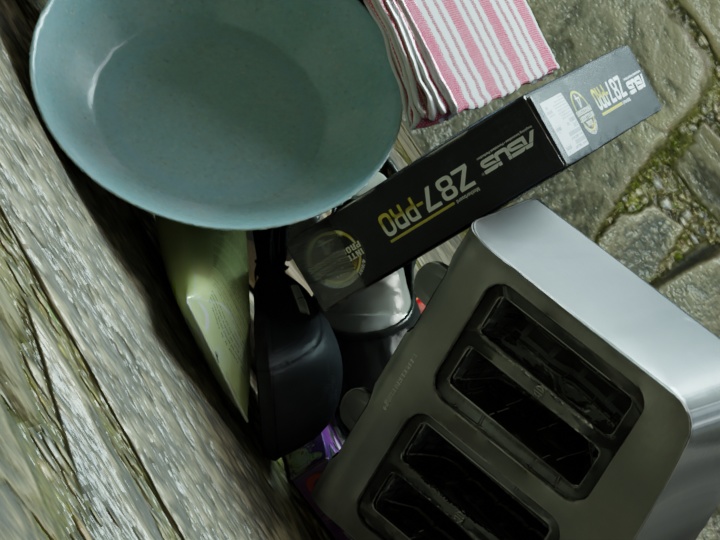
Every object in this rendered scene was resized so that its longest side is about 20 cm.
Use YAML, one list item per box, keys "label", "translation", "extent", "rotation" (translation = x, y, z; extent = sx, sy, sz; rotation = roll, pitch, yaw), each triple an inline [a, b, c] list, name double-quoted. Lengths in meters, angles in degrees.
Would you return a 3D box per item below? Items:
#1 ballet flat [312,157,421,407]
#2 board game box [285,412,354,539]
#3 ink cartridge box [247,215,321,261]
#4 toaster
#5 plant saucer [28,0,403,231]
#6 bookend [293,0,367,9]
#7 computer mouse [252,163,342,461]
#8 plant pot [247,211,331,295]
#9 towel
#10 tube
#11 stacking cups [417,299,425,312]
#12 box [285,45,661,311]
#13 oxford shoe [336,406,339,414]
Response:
- label: "ballet flat"
  translation: [0.000, 0.000, 1.722]
  extent: [0.200, 0.068, 0.069]
  rotation: [-91, 173, -52]
- label: "board game box"
  translation: [0.019, 0.158, 1.678]
  extent: [0.200, 0.032, 0.120]
  rotation: [55, 11, -23]
- label: "ink cartridge box"
  translation: [-0.087, -0.118, 1.814]
  extent: [0.176, 0.045, 0.200]
  rotation: [31, 37, -10]
- label: "toaster"
  translation: [0.095, 0.091, 1.534]
  extent: [0.200, 0.181, 0.119]
  rotation: [39, 23, 20]
- label: "plant saucer"
  translation: [-0.078, -0.092, 1.595]
  extent: [0.201, 0.201, 0.039]
  rotation: [61, -27, 28]
- label: "bookend"
  translation: [-0.042, -0.240, 1.724]
  extent: [0.200, 0.092, 0.199]
  rotation: [55, 25, -16]
- label: "computer mouse"
  translation: [-0.035, 0.013, 1.609]
  extent: [0.200, 0.046, 0.141]
  rotation: [-99, -174, -75]
- label: "plant pot"
  translation: [-0.048, -0.060, 1.930]
  extent: [0.201, 0.093, 0.201]
  rotation: [55, 7, -10]
- label: "towel"
  translation: [0.040, -0.157, 1.660]
  extent: [0.147, 0.030, 0.200]
  rotation: [63, 24, 0]
- label: "tube"
  translation: [-0.083, 0.000, 1.595]
  extent: [0.058, 0.052, 0.200]
  rotation: [21, 24, -18]
- label: "stacking cups"
  translation: [0.025, 0.035, 1.921]
  extent: [0.061, 0.060, 0.200]
  rotation: [57, -11, -6]
- label: "box"
  translation: [0.064, -0.054, 1.623]
  extent: [0.049, 0.161, 0.200]
  rotation: [61, 22, -1]
- label: "oxford shoe"
  translation: [0.029, 0.078, 1.719]
  extent: [0.200, 0.071, 0.071]
  rotation: [45, -13, 38]
